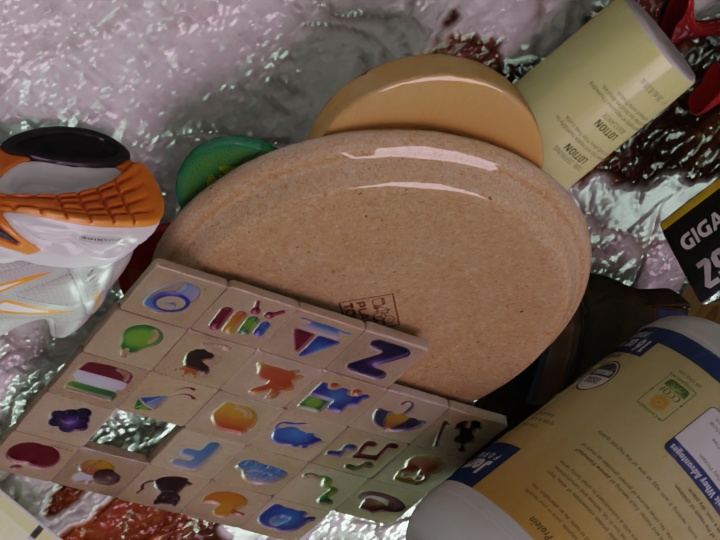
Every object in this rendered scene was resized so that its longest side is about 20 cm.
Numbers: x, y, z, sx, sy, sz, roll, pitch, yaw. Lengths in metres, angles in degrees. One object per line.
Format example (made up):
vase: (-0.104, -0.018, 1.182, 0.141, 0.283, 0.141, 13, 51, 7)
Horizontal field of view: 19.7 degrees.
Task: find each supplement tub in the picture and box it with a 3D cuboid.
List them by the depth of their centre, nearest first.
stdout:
supplement tub: (0.110, 0.130, 0.940, 0.199, 0.144, 0.145, -35, 139, -17)

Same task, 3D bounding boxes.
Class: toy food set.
toy food set: (0.000, 0.000, 0.891, 0.197, 0.049, 0.200, -20, 140, 14)

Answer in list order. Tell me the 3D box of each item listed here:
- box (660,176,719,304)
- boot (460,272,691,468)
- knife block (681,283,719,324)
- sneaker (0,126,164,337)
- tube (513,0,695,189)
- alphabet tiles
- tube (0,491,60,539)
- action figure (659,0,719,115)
box: (0.258, -0.053, 0.966, 0.199, 0.050, 0.160, -10, 158, -45)
boot: (0.099, 0.088, 1.049, 0.096, 0.075, 0.201, -1, 126, -27)
knife block: (0.180, 0.068, 1.102, 0.064, 0.202, 0.175, 4, 170, -35)
sneaker: (-0.176, -0.003, 0.801, 0.199, 0.076, 0.092, 3, 130, -32)
tube: (0.059, -0.040, 0.930, 0.200, 0.058, 0.052, -39, -179, 17)
alphabet tiles: (-0.042, 0.067, 0.924, 0.199, 0.008, 0.167, 17, 137, -28)
tube: (-0.205, 0.186, 0.953, 0.200, 0.052, 0.058, -49, 140, 15)
action figure: (0.239, -0.115, 0.960, 0.199, 0.066, 0.052, -11, 151, -23)
